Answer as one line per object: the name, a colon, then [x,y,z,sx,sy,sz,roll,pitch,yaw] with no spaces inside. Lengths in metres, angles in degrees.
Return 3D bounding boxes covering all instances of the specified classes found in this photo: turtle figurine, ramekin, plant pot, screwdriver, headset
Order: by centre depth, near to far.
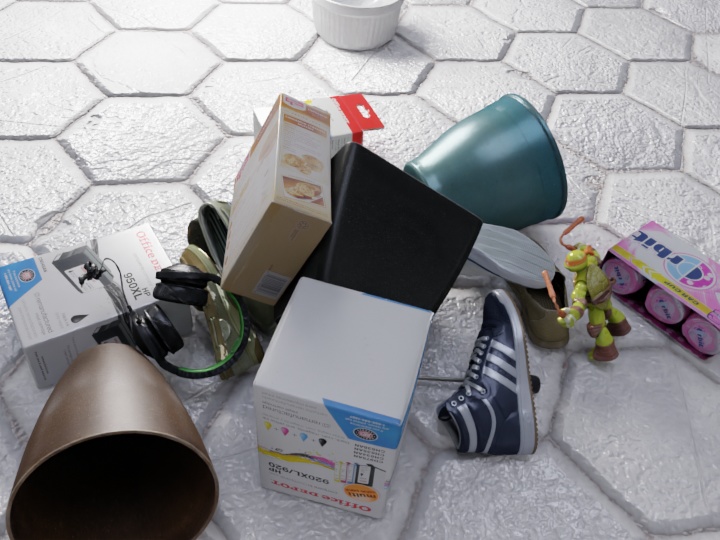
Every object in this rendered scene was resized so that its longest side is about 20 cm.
plant pot: [-0.255,0.171,0.737,0.186,0.188,0.200,-11,33,-16]
headset: [-0.221,0.045,0.822,0.199,0.094,0.124,30,80,-9]
plant pot: [0.000,0.000,0.883,0.199,0.200,0.178,29,60,-18]
screwdriver: [0.128,0.134,0.898,0.199,0.028,0.029,8,74,-3]
turtle figurine: [0.305,0.026,0.936,0.064,0.162,0.200,-15,28,33]
plant pot: [0.172,-0.134,1.068,0.187,0.201,0.200,-24,50,-7]
ramekin: [-0.010,-0.550,1.511,0.199,0.105,0.201,4,45,-4]

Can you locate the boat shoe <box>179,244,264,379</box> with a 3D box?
boat shoe: [-0.194,0.049,0.923,0.063,0.073,0.201,-29,64,-15]

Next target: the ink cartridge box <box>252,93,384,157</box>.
ink cartridge box: [-0.071,-0.232,1.214,0.199,0.067,0.116,-13,49,-18]

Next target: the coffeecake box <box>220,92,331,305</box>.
coffeecake box: [-0.099,-0.087,0.857,0.073,0.154,0.201,19,43,-22]

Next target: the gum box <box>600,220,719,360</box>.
gum box: [0.452,0.028,1.013,0.113,0.066,0.200,-28,54,-30]

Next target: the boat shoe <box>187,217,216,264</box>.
boat shoe: [-0.146,-0.027,1.000,0.199,0.076,0.074,30,30,14]

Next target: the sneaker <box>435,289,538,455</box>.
sneaker: [0.142,0.120,0.854,0.108,0.070,0.201,-3,70,-5]

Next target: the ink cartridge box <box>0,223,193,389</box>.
ink cartridge box: [-0.332,0.038,0.906,0.199,0.084,0.145,-21,52,-25]

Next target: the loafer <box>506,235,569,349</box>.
loafer: [0.253,0.016,1.003,0.076,0.068,0.201,-3,46,-9]

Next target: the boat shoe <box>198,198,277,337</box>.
boat shoe: [-0.154,0.000,0.925,0.201,0.072,0.062,60,20,7]

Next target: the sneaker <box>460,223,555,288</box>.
sneaker: [0.165,-0.022,0.976,0.199,0.071,0.073,25,57,16]

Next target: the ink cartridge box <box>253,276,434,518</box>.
ink cartridge box: [-0.020,0.139,0.758,0.146,0.201,0.145,14,47,7]
